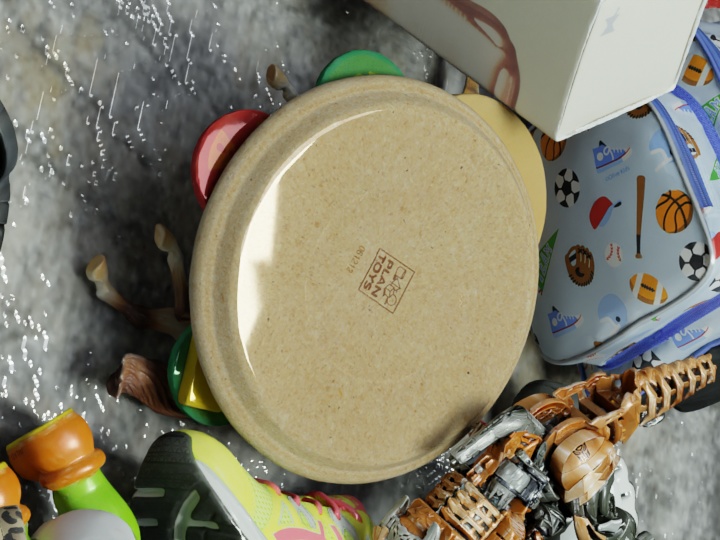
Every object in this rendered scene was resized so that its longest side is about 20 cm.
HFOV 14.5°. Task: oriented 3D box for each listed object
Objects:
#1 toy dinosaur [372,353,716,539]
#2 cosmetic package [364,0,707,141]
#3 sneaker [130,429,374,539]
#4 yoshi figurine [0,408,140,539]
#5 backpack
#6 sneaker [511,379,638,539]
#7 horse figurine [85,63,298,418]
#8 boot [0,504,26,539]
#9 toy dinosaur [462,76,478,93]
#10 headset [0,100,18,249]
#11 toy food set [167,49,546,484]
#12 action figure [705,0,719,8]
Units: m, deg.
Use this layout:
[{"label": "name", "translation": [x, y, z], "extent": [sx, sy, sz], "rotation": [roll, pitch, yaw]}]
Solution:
[{"label": "toy dinosaur", "translation": [0.096, 0.108, 1.374], "extent": [0.199, 0.102, 0.136], "rotation": [-19, 134, -4]}, {"label": "cosmetic package", "translation": [0.066, -0.162, 1.398], "extent": [0.103, 0.200, 0.088], "rotation": [-22, 140, -41]}, {"label": "sneaker", "translation": [-0.037, 0.133, 1.357], "extent": [0.200, 0.078, 0.091], "rotation": [54, 53, -36]}, {"label": "yoshi figurine", "translation": [-0.118, 0.171, 1.282], "extent": [0.201, 0.112, 0.112], "rotation": [58, 11, -2]}, {"label": "backpack", "translation": [0.163, -0.037, 1.489], "extent": [0.154, 0.200, 0.192], "rotation": [12, 57, -43]}, {"label": "sneaker", "translation": [0.100, 0.159, 1.475], "extent": [0.090, 0.066, 0.201], "rotation": [-13, 95, -44]}, {"label": "horse figurine", "translation": [-0.046, 0.001, 1.361], "extent": [0.200, 0.050, 0.133], "rotation": [-49, 121, -16]}, {"label": "boot", "translation": [-0.206, 0.191, 1.170], "extent": [0.150, 0.073, 0.201], "rotation": [-3, 79, -20]}, {"label": "toy dinosaur", "translation": [0.035, -0.045, 1.451], "extent": [0.200, 0.060, 0.107], "rotation": [-46, 112, -36]}, {"label": "headset", "translation": [-0.216, -0.066, 1.240], "extent": [0.123, 0.094, 0.201], "rotation": [-3, 101, -46]}, {"label": "toy food set", "translation": [0.000, 0.000, 1.332], "extent": [0.197, 0.049, 0.201], "rotation": [15, 90, -33]}, {"label": "action figure", "translation": [0.135, -0.172, 1.485], "extent": [0.099, 0.199, 0.066], "rotation": [-31, 126, -60]}]
